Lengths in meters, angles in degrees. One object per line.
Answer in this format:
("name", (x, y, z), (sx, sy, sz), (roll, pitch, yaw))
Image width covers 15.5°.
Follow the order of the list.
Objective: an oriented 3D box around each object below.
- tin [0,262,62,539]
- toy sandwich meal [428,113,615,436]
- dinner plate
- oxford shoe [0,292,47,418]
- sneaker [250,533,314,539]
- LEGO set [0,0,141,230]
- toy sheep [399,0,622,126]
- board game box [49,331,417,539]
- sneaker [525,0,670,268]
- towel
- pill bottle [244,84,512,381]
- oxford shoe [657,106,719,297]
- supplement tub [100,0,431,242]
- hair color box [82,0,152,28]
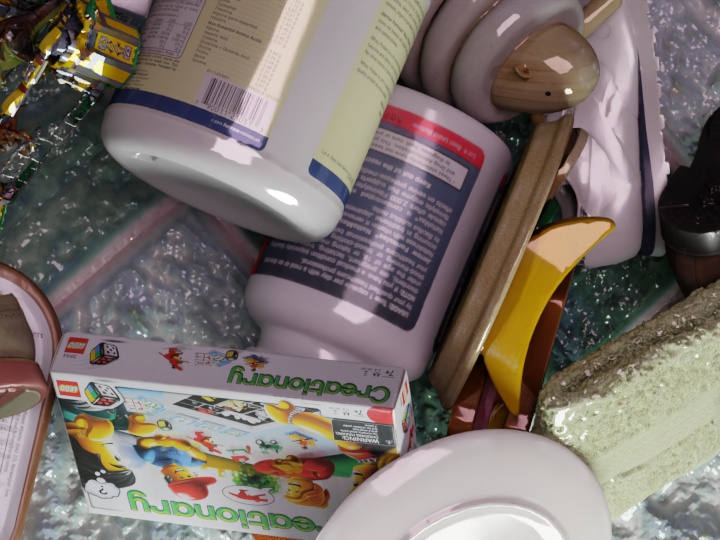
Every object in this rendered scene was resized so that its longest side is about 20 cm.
("tin", (-0.235, 0.091, 1.526), (0.111, 0.042, 0.201), (14, 82, -16))
("toy sandwich meal", (0.099, 0.009, 1.531), (0.070, 0.205, 0.206), (23, 80, 0))
("dinner plate", (0.056, 0.180, 1.485), (0.199, 0.024, 0.201), (-11, 123, -18))
("oxford shoe", (-0.271, 0.043, 1.457), (0.199, 0.070, 0.075), (4, 62, -39))
("sneaker", (-0.003, 0.211, 1.556), (0.077, 0.073, 0.200), (-44, 93, -3))
("LEGO set", (-0.224, -0.120, 1.457), (0.115, 0.200, 0.155), (20, 43, -38))
("toy sheep", (0.067, -0.164, 1.573), (0.138, 0.138, 0.200), (-37, 58, -14))
("board game box", (-0.067, 0.097, 1.485), (0.198, 0.127, 0.035), (5, 47, 14))
("sneaker", (0.140, -0.103, 1.618), (0.080, 0.076, 0.202), (-7, 86, -5))
("towel", (0.170, 0.084, 1.555), (0.199, 0.149, 0.036), (-25, 51, -34))
("pill bottle", (0.000, 0.000, 1.547), (0.119, 0.120, 0.201), (25, 80, -10))
("oxford shoe", (0.242, -0.051, 1.629), (0.200, 0.072, 0.085), (-44, 138, -37))
("supplement tub", (-0.045, -0.132, 1.469), (0.144, 0.145, 0.201), (25, 80, -10))
("hair color box", (-0.206, -0.222, 1.546), (0.199, 0.061, 0.100), (19, 81, -12))
